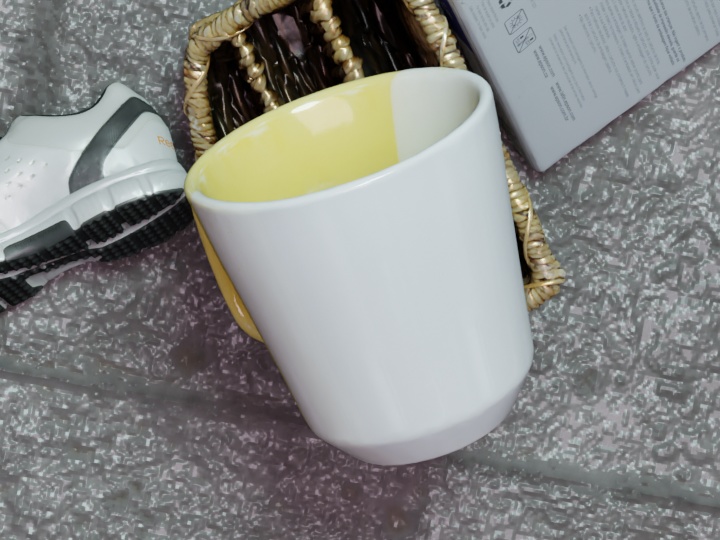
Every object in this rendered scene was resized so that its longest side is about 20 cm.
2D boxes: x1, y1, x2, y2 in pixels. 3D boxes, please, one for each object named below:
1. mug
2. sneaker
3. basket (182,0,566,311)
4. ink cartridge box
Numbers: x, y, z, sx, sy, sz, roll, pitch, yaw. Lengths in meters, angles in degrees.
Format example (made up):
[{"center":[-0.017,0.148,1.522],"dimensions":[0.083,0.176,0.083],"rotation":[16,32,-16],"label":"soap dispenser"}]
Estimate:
[{"center":[0.009,-0.001,1.363],"dimensions":[0.149,0.187,0.154],"rotation":[-20,110,-3],"label":"mug"},{"center":[-0.183,-0.029,1.479],"dimensions":[0.199,0.074,0.080],"rotation":[-21,68,1],"label":"sneaker"},{"center":[-0.007,-0.052,1.445],"dimensions":[0.142,0.149,0.201],"rotation":[-26,97,-3],"label":"basket"},{"center":[0.134,-0.164,1.439],"dimensions":[0.200,0.197,0.043],"rotation":[-37,56,-3],"label":"ink cartridge box"}]
